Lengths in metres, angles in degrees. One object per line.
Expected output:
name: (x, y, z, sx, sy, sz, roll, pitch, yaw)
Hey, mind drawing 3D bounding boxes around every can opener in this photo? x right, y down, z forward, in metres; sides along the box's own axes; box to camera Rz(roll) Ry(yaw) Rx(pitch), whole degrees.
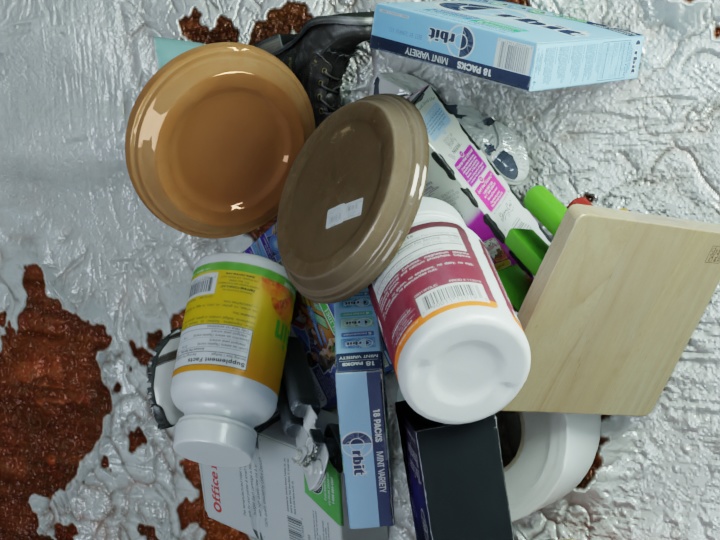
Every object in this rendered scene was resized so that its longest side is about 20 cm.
can opener: (-0.052, 0.147, 1.624, 0.053, 0.066, 0.201, -66, 30, 30)

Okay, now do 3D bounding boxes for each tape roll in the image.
tape roll: (0.134, 0.143, 1.561, 0.201, 0.071, 0.204, 8, 103, 36)

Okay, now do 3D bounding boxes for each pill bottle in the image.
pill bottle: (0.068, 0.029, 1.369, 0.115, 0.113, 0.201, -62, 25, 27)
pill bottle: (-0.133, 0.093, 1.620, 0.110, 0.111, 0.202, -10, 61, 37)

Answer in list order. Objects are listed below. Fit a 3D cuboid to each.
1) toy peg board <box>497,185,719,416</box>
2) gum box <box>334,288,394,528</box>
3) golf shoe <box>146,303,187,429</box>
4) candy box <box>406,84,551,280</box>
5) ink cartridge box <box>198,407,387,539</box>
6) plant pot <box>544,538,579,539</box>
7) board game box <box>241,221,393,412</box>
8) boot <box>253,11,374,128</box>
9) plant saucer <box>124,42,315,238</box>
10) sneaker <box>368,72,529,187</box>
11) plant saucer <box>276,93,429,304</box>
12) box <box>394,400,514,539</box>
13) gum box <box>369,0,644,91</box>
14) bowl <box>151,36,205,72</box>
toy peg board: (0.206, 0.020, 1.429, 0.098, 0.198, 0.201, 50, 126, 46)
gum box: (0.002, 0.110, 1.478, 0.044, 0.200, 0.171, -4, 120, 0)
golf shoe: (-0.160, 0.088, 1.708, 0.094, 0.201, 0.078, 5, 139, 26)
candy box: (0.070, -0.058, 1.495, 0.136, 0.061, 0.200, -28, 107, 42)
ink cartridge box: (-0.075, 0.219, 1.702, 0.199, 0.084, 0.147, 18, 124, 33)
plant pot: (0.154, 0.358, 1.507, 0.199, 0.200, 0.184, -19, 79, 37)
board game box: (-0.044, 0.039, 1.680, 0.135, 0.034, 0.201, -37, 75, 50)
boot: (-0.030, -0.169, 1.639, 0.199, 0.069, 0.176, -12, 90, 48)
plant saucer: (-0.134, -0.124, 1.573, 0.037, 0.199, 0.202, -141, 57, -59)
sneaker: (0.073, -0.099, 1.562, 0.199, 0.079, 0.130, 33, 118, 28)
plant saucer: (-0.014, -0.069, 1.417, 0.200, 0.029, 0.202, -30, 49, 41)
box: (0.085, 0.194, 1.438, 0.078, 0.200, 0.142, -12, 93, -3)
gum box: (0.134, -0.206, 1.420, 0.169, 0.199, 0.045, 20, 110, 33)
bowl: (-0.153, -0.155, 1.674, 0.104, 0.201, 0.203, -10, 92, -6)
